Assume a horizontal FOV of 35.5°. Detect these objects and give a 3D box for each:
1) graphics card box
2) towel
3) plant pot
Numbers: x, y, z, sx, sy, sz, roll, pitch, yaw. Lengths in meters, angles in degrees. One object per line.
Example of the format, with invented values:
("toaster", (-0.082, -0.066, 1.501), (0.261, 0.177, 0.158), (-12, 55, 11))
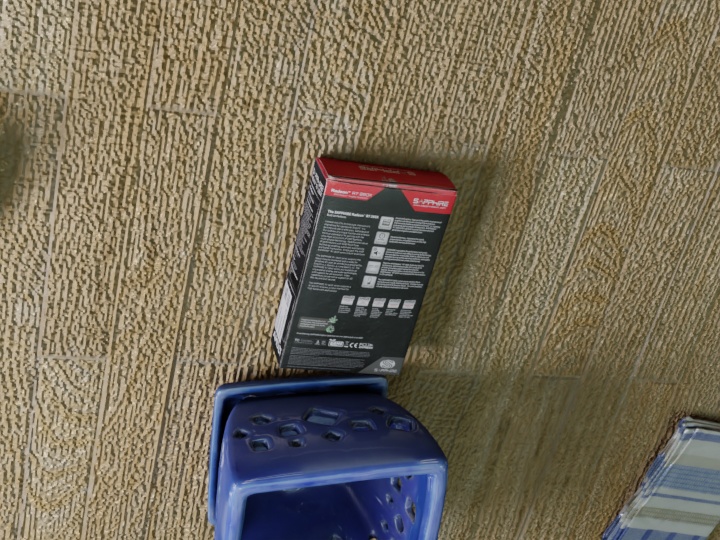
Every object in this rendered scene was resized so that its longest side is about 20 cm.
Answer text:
("graphics card box", (0.000, 0.000, 1.024), (0.125, 0.051, 0.201), (4, 119, -20))
("towel", (0.385, 0.258, 1.323), (0.146, 0.024, 0.201), (12, 119, -26))
("plant pot", (-0.046, 0.208, 1.060), (0.199, 0.180, 0.201), (-3, 121, -16))
